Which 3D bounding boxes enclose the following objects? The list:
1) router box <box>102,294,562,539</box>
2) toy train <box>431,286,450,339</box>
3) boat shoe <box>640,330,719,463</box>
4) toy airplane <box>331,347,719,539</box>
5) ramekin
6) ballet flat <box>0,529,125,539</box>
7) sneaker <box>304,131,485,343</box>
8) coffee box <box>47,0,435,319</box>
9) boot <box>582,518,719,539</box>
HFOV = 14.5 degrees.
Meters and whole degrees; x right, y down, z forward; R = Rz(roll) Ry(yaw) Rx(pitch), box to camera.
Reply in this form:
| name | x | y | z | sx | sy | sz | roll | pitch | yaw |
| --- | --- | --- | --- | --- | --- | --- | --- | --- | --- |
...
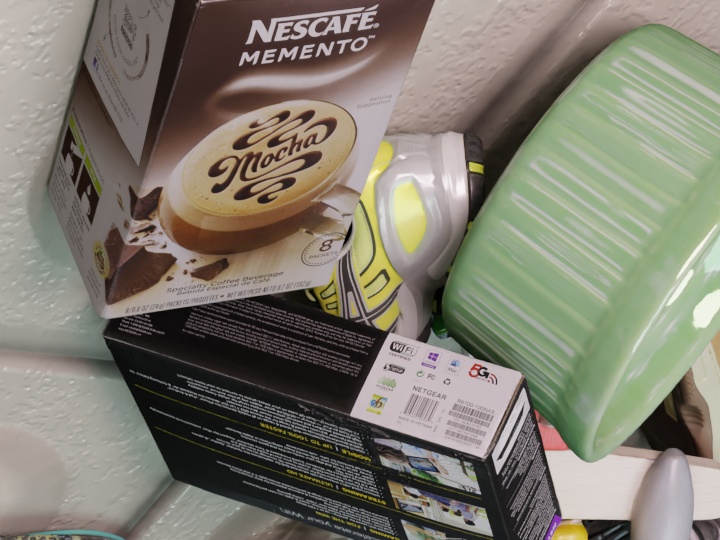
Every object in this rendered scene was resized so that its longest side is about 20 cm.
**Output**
| name | x | y | z | sx | sy | sz | roll | pitch | yaw |
| --- | --- | --- | --- | --- | --- | --- | --- | --- | --- |
| router box | -0.012 | 0.076 | 1.352 | 0.051 | 0.200 | 0.149 | -63 | 158 | -25 |
| toy train | 0.119 | -0.011 | 1.455 | 0.200 | 0.042 | 0.056 | -20 | 158 | -12 |
| boat shoe | 0.201 | 0.062 | 1.596 | 0.076 | 0.072 | 0.200 | -37 | 152 | -14 |
| toy airplane | 0.088 | 0.124 | 1.523 | 0.200 | 0.141 | 0.199 | -26 | 139 | 11 |
| ramekin | 0.126 | -0.018 | 1.327 | 0.200 | 0.098 | 0.200 | -50 | 165 | -18 |
| ballet flat | -0.187 | 0.171 | 1.464 | 0.200 | 0.074 | 0.074 | 8 | 134 | -43 |
| sneaker | 0.000 | 0.000 | 1.371 | 0.076 | 0.075 | 0.200 | 9 | 136 | -12 |
| coffee box | -0.052 | -0.077 | 1.197 | 0.113 | 0.080 | 0.200 | -9 | 144 | -25 |
| boot | 0.128 | 0.182 | 1.700 | 0.200 | 0.070 | 0.132 | -10 | 179 | 18 |
